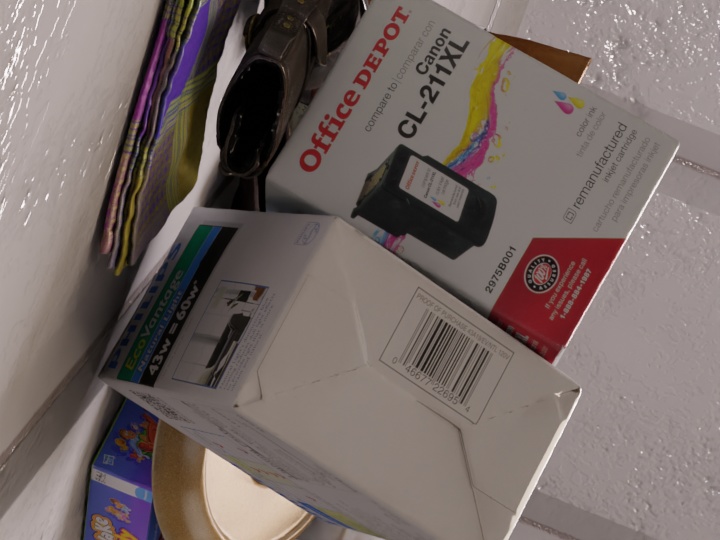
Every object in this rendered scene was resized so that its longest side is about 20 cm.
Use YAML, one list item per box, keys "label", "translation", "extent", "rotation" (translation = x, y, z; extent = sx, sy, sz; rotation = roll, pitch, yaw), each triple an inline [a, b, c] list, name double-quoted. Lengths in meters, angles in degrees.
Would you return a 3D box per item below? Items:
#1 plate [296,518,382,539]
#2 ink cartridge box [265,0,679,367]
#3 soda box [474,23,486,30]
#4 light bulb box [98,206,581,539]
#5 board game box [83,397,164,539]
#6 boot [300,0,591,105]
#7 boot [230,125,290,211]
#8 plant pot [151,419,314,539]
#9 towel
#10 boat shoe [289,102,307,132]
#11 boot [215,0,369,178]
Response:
- label: "plate"
  translation: [-0.062, 0.195, 1.776]
  extent: [0.032, 0.199, 0.201]
  rotation: [55, 44, -33]
- label: "ink cartridge box"
  translation: [0.062, -0.054, 1.493]
  extent: [0.146, 0.199, 0.083]
  rotation: [-59, 175, -11]
- label: "soda box"
  translation: [0.079, -0.186, 2.520]
  extent: [0.200, 0.070, 0.064]
  rotation: [92, 20, -74]
- label: "light bulb box"
  translation: [-0.015, 0.066, 1.501]
  extent: [0.125, 0.198, 0.200]
  rotation: [-61, -154, -11]
- label: "board game box"
  translation: [-0.142, 0.139, 1.743]
  extent: [0.200, 0.045, 0.135]
  rotation: [104, 9, -54]
- label: "boot"
  translation: [0.059, -0.170, 1.710]
  extent: [0.068, 0.199, 0.189]
  rotation: [24, 87, -84]
- label: "boot"
  translation: [-0.066, 0.011, 1.731]
  extent: [0.167, 0.072, 0.201]
  rotation: [88, 1, -60]
- label: "plant pot"
  translation: [-0.061, 0.107, 1.683]
  extent: [0.200, 0.027, 0.201]
  rotation: [-25, 122, -48]
- label: "towel"
  translation: [-0.093, -0.108, 1.404]
  extent: [0.144, 0.023, 0.201]
  rotation: [-56, 167, -63]
- label: "boat shoe"
  translation: [0.007, -0.076, 1.829]
  extent: [0.074, 0.066, 0.200]
  rotation: [-46, 142, 6]
- label: "boot"
  translation: [-0.047, -0.123, 1.504]
  extent: [0.200, 0.069, 0.175]
  rotation: [104, 7, -56]
